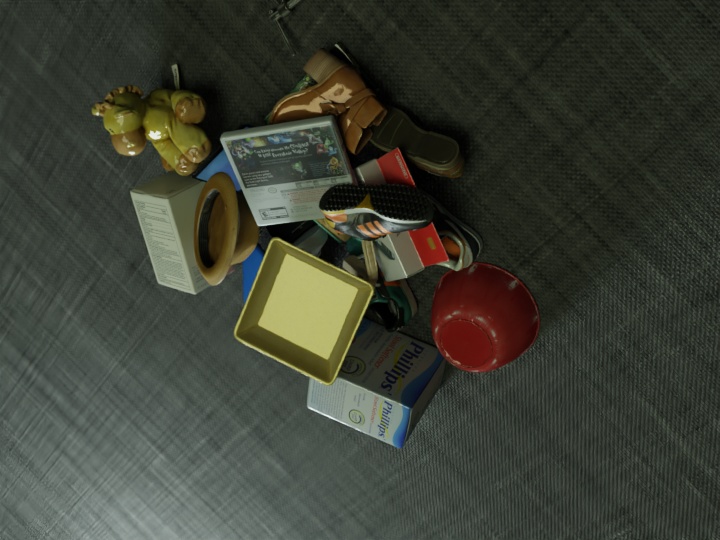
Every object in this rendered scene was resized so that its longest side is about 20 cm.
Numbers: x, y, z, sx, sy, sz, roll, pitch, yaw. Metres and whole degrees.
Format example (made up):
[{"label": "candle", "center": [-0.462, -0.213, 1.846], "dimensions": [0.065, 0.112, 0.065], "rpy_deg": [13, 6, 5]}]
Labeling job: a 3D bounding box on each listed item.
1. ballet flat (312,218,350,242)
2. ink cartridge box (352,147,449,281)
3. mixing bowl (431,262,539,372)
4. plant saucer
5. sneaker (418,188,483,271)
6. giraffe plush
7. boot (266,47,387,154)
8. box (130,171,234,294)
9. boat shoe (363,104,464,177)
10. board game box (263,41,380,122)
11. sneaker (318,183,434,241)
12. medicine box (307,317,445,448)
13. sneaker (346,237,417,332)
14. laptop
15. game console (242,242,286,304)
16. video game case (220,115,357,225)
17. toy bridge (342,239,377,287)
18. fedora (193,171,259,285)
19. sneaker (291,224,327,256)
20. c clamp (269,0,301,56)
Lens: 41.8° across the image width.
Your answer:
[{"label": "ballet flat", "center": [-0.089, -0.127, 1.643], "dimensions": [0.199, 0.069, 0.063], "rpy_deg": [34, 105, -17]}, {"label": "ink cartridge box", "center": [0.052, -0.087, 1.557], "dimensions": [0.202, 0.044, 0.176], "rpy_deg": [65, 158, -4]}, {"label": "mixing bowl", "center": [0.198, 0.099, 1.627], "dimensions": [0.198, 0.108, 0.202], "rpy_deg": [14, 123, 22]}, {"label": "plant saucer", "center": [-0.095, 0.067, 1.634], "dimensions": [0.198, 0.048, 0.202], "rpy_deg": [26, 106, 5]}, {"label": "sneaker", "center": [0.110, -0.073, 1.594], "dimensions": [0.199, 0.079, 0.079], "rpy_deg": [32, 130, 11]}, {"label": "giraffe plush", "center": [-0.376, -0.263, 1.660], "dimensions": [0.172, 0.161, 0.202], "rpy_deg": [-31, 75, 51]}, {"label": "boot", "center": [-0.056, -0.240, 1.544], "dimensions": [0.155, 0.077, 0.200], "rpy_deg": [44, 110, 13]}, {"label": "box", "center": [-0.339, -0.075, 1.807], "dimensions": [0.127, 0.109, 0.202], "rpy_deg": [13, 125, 41]}, {"label": "boat shoe", "center": [0.081, -0.202, 1.535], "dimensions": [0.199, 0.072, 0.068], "rpy_deg": [35, 173, 29]}, {"label": "board game box", "center": [-0.067, -0.281, 1.594], "dimensions": [0.105, 0.023, 0.200], "rpy_deg": [48, 123, -6]}, {"label": "sneaker", "center": [0.034, -0.084, 1.511], "dimensions": [0.198, 0.070, 0.090], "rpy_deg": [7, 144, 26]}, {"label": "medicine box", "center": [0.032, 0.199, 1.730], "dimensions": [0.198, 0.182, 0.104], "rpy_deg": [20, 127, 17]}, {"label": "sneaker", "center": [0.030, 0.018, 1.688], "dimensions": [0.071, 0.080, 0.201], "rpy_deg": [-23, 105, 40]}, {"label": "laptop", "center": [-0.172, -0.145, 1.690], "dimensions": [0.177, 0.103, 0.201], "rpy_deg": [-35, 88, 39]}, {"label": "game console", "center": [-0.143, 0.031, 1.757], "dimensions": [0.168, 0.119, 0.202], "rpy_deg": [4, 131, -1]}, {"label": "video game case", "center": [-0.110, -0.160, 1.551], "dimensions": [0.198, 0.023, 0.183], "rpy_deg": [-5, 129, 20]}, {"label": "toy bridge", "center": [0.000, 0.000, 1.630], "dimensions": [0.067, 0.027, 0.202], "rpy_deg": [41, 139, 31]}, {"label": "fedora", "center": [-0.233, -0.073, 1.680], "dimensions": [0.200, 0.081, 0.203], "rpy_deg": [-6, 83, 58]}, {"label": "sneaker", "center": [-0.095, -0.002, 1.759], "dimensions": [0.116, 0.074, 0.200], "rpy_deg": [48, 139, -6]}, {"label": "c clamp", "center": [-0.093, -0.471, 1.510], "dimensions": [0.199, 0.027, 0.172], "rpy_deg": [-33, 93, 40]}]
